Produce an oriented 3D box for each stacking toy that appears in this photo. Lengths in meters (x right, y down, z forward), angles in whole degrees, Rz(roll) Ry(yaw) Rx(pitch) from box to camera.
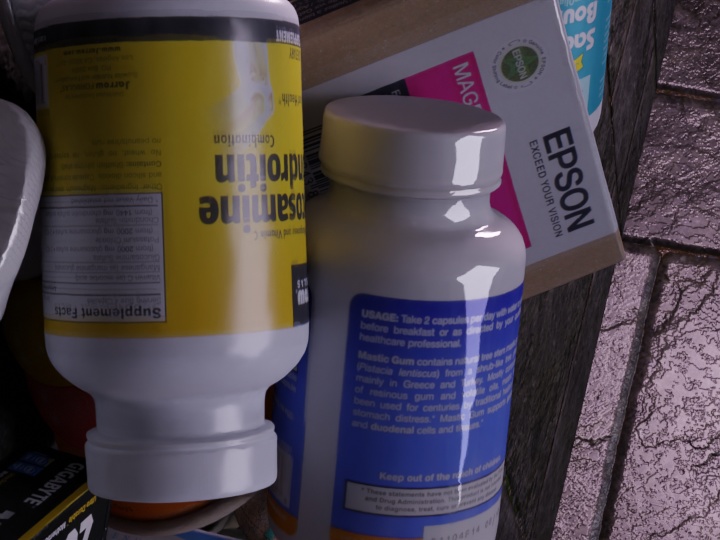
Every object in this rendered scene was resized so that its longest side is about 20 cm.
[{"bbox_3d":[-0.120,0.022,0.770,0.201,0.145,0.147,56,45,-47],"label":"stacking toy"}]

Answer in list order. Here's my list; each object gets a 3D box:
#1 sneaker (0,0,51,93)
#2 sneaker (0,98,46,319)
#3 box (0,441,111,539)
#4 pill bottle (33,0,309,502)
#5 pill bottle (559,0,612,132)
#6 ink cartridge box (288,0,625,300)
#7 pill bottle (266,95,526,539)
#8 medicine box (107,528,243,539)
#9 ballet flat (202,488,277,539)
[{"bbox_3d":[-0.123,-0.104,0.780,0.201,0.073,0.118,60,-5,-33],"label":"sneaker"},{"bbox_3d":[-0.176,0.029,0.651,0.088,0.075,0.202,43,69,-75],"label":"sneaker"},{"bbox_3d":[-0.166,0.177,0.645,0.200,0.049,0.162,-40,141,-71],"label":"box"},{"bbox_3d":[-0.077,-0.012,0.673,0.112,0.111,0.203,-13,102,-73],"label":"pill bottle"},{"bbox_3d":[0.083,-0.136,0.893,0.111,0.109,0.202,-57,152,-54],"label":"pill bottle"},{"bbox_3d":[0.030,-0.067,0.808,0.075,0.163,0.201,-108,176,-52],"label":"ink cartridge box"},{"bbox_3d":[0.017,0.027,0.737,0.112,0.111,0.203,-37,135,-67],"label":"pill bottle"},{"bbox_3d":[-0.067,0.223,0.934,0.200,0.180,0.104,64,39,-64],"label":"medicine box"},{"bbox_3d":[-0.071,0.144,0.989,0.068,0.068,0.200,-54,-175,-14],"label":"ballet flat"}]
